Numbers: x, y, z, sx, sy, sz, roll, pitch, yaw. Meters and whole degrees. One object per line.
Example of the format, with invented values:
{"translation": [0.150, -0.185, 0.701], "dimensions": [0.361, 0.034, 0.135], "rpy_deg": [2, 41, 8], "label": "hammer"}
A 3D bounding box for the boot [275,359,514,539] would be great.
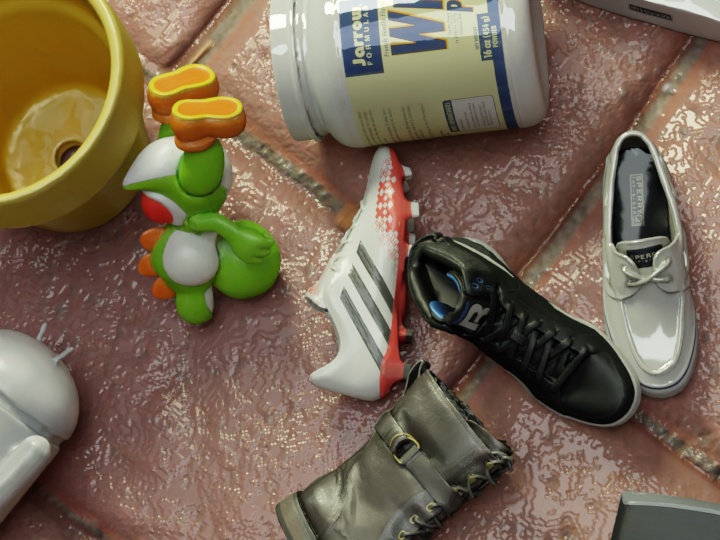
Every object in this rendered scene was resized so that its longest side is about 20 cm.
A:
{"translation": [0.044, 0.186, 1.495], "dimensions": [0.174, 0.069, 0.200], "rpy_deg": [-39, 68, 9], "label": "boot"}

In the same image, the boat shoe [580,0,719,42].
{"translation": [0.219, -0.240, 1.590], "dimensions": [0.199, 0.072, 0.068], "rpy_deg": [20, 81, 14], "label": "boat shoe"}

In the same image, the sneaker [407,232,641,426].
{"translation": [0.109, 0.049, 1.504], "dimensions": [0.200, 0.112, 0.073], "rpy_deg": [40, 107, 23], "label": "sneaker"}

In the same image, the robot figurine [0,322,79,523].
{"translation": [-0.296, 0.128, 1.573], "dimensions": [0.200, 0.113, 0.169], "rpy_deg": [-52, 43, -6], "label": "robot figurine"}

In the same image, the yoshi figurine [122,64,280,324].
{"translation": [-0.108, -0.053, 1.569], "dimensions": [0.111, 0.201, 0.112], "rpy_deg": [14, 36, 19], "label": "yoshi figurine"}

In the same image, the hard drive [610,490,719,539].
{"translation": [0.269, 0.236, 1.458], "dimensions": [0.199, 0.042, 0.136], "rpy_deg": [12, 77, 15], "label": "hard drive"}

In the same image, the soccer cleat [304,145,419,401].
{"translation": [0.000, 0.000, 1.569], "dimensions": [0.084, 0.069, 0.202], "rpy_deg": [2, 79, -2], "label": "soccer cleat"}

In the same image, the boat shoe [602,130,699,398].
{"translation": [0.215, -0.007, 1.527], "dimensions": [0.071, 0.066, 0.202], "rpy_deg": [-2, 74, 11], "label": "boat shoe"}

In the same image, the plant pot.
{"translation": [-0.252, -0.117, 1.595], "dimensions": [0.199, 0.189, 0.202], "rpy_deg": [-4, 73, 11], "label": "plant pot"}

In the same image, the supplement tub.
{"translation": [0.040, -0.172, 1.570], "dimensions": [0.198, 0.145, 0.146], "rpy_deg": [-7, 73, 10], "label": "supplement tub"}
